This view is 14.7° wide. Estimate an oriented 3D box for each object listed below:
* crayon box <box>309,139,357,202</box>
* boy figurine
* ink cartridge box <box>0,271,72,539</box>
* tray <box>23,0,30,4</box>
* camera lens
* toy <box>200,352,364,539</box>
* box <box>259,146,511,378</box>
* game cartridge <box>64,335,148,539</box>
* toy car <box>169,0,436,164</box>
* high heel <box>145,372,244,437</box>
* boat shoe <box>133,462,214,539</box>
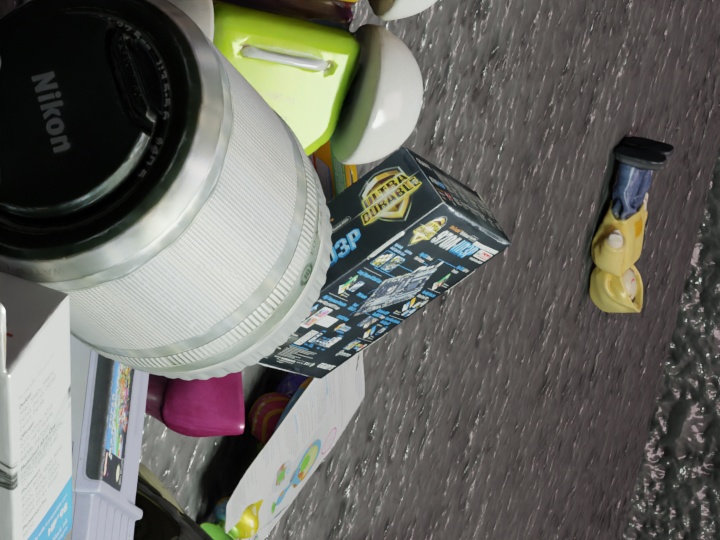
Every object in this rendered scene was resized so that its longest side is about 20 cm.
[{"bbox_3d":[-0.046,-0.056,1.819,0.200,0.052,0.126,39,45,-73],"label":"crayon box"},{"bbox_3d":[0.290,-0.041,3.044,0.124,0.064,0.200,-45,145,-64],"label":"boy figurine"},{"bbox_3d":[-0.204,0.058,1.362,0.067,0.116,0.200,-55,157,-46],"label":"ink cartridge box"},{"bbox_3d":[-0.131,-0.170,1.479,0.107,0.022,0.200,-20,129,-44],"label":"tray"},{"bbox_3d":[-0.115,-0.042,1.432,0.160,0.160,0.200,-69,153,-13],"label":"camera lens"},{"bbox_3d":[-0.061,0.124,2.055,0.200,0.047,0.115,-58,162,-33],"label":"toy"},{"bbox_3d":[0.000,0.000,1.736,0.159,0.046,0.200,-36,166,9],"label":"box"},{"bbox_3d":[-0.146,0.070,1.624,0.130,0.038,0.200,79,16,-78],"label":"game cartridge"},{"bbox_3d":[-0.050,-0.162,1.635,0.150,0.175,0.200,-136,-123,-66],"label":"toy car"},{"bbox_3d":[-0.080,0.033,1.794,0.067,0.096,0.200,90,24,-48],"label":"high heel"},{"bbox_3d":[-0.114,0.187,1.699,0.073,0.200,0.065,-53,154,6],"label":"boat shoe"}]
